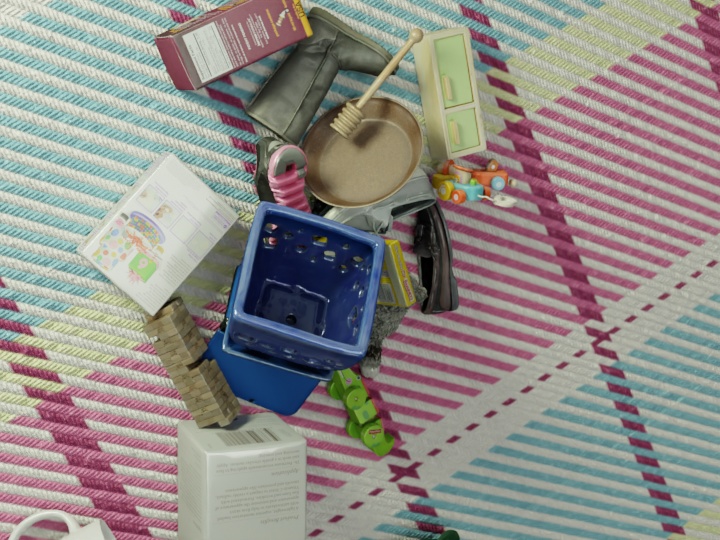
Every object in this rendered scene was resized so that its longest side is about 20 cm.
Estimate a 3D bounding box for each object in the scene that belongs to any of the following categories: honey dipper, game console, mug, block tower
[{"bbox_3d":[0.029,-0.288,1.702,0.038,0.038,0.200,39,92,-25],"label":"honey dipper"},{"bbox_3d":[-0.149,0.111,1.771,0.199,0.118,0.171,26,57,-26],"label":"game console"},{"bbox_3d":[-0.442,0.451,1.642,0.175,0.148,0.201,-27,79,-10],"label":"mug"},{"bbox_3d":[-0.256,0.144,1.686,0.058,0.054,0.201,-22,104,25],"label":"block tower"}]

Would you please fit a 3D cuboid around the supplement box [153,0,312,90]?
[{"bbox_3d":[-0.186,-0.341,1.622,0.199,0.110,0.086,-29,110,-17],"label":"supplement box"}]

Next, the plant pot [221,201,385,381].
[{"bbox_3d":[-0.091,0.045,1.627,0.199,0.180,0.201,17,61,-10],"label":"plant pot"}]

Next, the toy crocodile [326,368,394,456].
[{"bbox_3d":[0.000,0.225,1.832,0.062,0.067,0.201,-33,113,-21],"label":"toy crocodile"}]

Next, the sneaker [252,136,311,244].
[{"bbox_3d":[-0.130,-0.117,1.710,0.079,0.095,0.201,-23,133,-34],"label":"sneaker"}]

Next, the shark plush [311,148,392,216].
[{"bbox_3d":[-0.010,-0.128,1.767,0.200,0.091,0.083,-51,146,-14],"label":"shark plush"}]

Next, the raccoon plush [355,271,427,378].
[{"bbox_3d":[0.054,0.084,1.792,0.096,0.134,0.201,-13,104,-23],"label":"raccoon plush"}]

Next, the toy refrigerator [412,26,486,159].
[{"bbox_3d":[0.145,-0.287,1.804,0.076,0.070,0.201,-16,106,-21],"label":"toy refrigerator"}]

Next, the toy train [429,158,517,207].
[{"bbox_3d":[0.189,-0.151,1.796,0.149,0.200,0.056,2,105,-1],"label":"toy train"}]

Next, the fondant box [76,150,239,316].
[{"bbox_3d":[-0.299,-0.056,1.651,0.144,0.058,0.200,44,79,-24],"label":"fondant box"}]

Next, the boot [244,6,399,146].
[{"bbox_3d":[-0.057,-0.279,1.714,0.181,0.073,0.201,28,81,-13],"label":"boot"}]

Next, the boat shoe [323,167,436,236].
[{"bbox_3d":[0.031,-0.094,1.765,0.200,0.070,0.072,-26,71,-16],"label":"boat shoe"}]

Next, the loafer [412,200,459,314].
[{"bbox_3d":[0.116,-0.020,1.841,0.063,0.072,0.201,-17,109,-16],"label":"loafer"}]

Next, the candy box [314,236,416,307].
[{"bbox_3d":[0.000,0.000,1.719,0.026,0.200,0.103,-27,110,-35],"label":"candy box"}]

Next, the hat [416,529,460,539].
[{"bbox_3d":[0.056,0.501,1.934,0.200,0.175,0.167,16,91,-63],"label":"hat"}]

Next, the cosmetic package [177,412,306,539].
[{"bbox_3d":[-0.184,0.341,1.714,0.164,0.165,0.201,-2,100,-23],"label":"cosmetic package"}]

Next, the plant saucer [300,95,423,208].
[{"bbox_3d":[0.005,-0.176,1.717,0.200,0.200,0.037,-47,150,-10],"label":"plant saucer"}]
